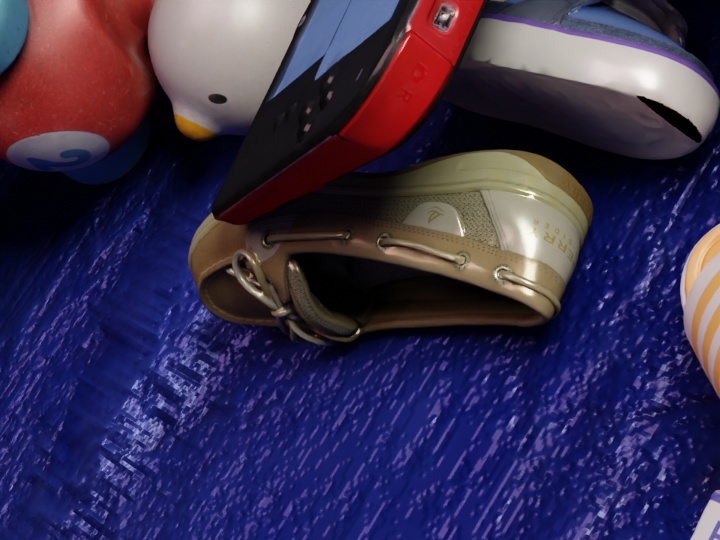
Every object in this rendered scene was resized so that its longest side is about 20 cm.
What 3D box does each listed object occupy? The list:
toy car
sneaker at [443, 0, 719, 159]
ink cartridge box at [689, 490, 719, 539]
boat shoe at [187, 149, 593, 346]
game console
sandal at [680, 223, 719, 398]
[{"bbox_3d":[-0.085,-0.107,0.928,0.199,0.184,0.178,28,84,22],"label":"toy car"},{"bbox_3d":[0.096,-0.133,0.786,0.200,0.080,0.147,20,81,58],"label":"sneaker"},{"bbox_3d":[0.131,0.183,0.529,0.197,0.047,0.201,19,74,53],"label":"ink cartridge box"},{"bbox_3d":[0.002,0.001,0.790,0.199,0.073,0.063,-6,51,35],"label":"boat shoe"},{"bbox_3d":[0.012,-0.119,0.751,0.177,0.031,0.201,-20,42,62],"label":"game console"},{"bbox_3d":[0.155,0.033,0.608,0.079,0.059,0.207,-42,38,14],"label":"sandal"}]
